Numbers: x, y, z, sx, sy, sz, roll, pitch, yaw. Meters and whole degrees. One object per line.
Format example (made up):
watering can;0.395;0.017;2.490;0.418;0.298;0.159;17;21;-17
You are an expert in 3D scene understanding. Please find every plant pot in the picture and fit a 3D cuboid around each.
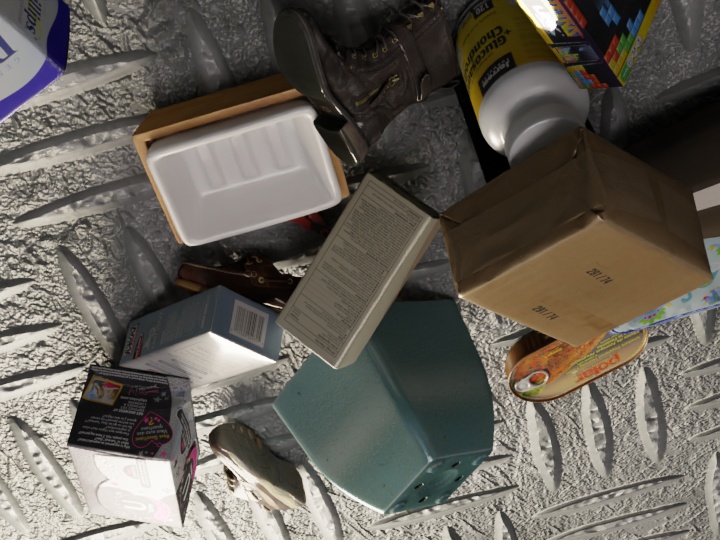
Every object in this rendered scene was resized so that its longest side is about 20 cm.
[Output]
plant pot;0.049;0.177;1.604;0.194;0.201;0.197;-2;140;-45

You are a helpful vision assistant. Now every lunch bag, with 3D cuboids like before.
lunch bag;0.377;-0.009;1.618;0.197;0.083;0.162;-17;134;4

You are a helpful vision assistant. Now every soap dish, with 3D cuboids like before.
soap dish;-0.124;-0.121;1.397;0.197;0.082;0.159;-15;135;3

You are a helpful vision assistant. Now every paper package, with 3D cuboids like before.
paper package;0.208;-0.026;1.273;0.198;0.105;0.190;20;142;-41

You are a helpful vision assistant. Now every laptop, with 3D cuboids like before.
laptop;0.202;-0.114;1.407;0.196;0.179;0.104;-2;135;-11

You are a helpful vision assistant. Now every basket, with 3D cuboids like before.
basket;0.397;-0.107;1.491;0.197;0.136;0.182;-18;111;12

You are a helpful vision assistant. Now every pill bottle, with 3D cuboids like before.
pill bottle;0.164;-0.183;1.314;0.110;0.202;0.113;-6;135;-6

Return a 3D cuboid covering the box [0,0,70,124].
box;-0.400;-0.223;1.219;0.183;0.106;0.200;-32;133;20

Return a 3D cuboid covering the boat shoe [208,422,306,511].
boat shoe;-0.150;0.278;1.791;0.073;0.075;0.200;-28;132;16

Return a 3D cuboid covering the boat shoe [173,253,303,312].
boat shoe;-0.119;0.016;1.550;0.197;0.070;0.071;17;89;-24

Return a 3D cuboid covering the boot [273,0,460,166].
boot;0.013;-0.221;1.310;0.174;0.069;0.201;-44;134;-17

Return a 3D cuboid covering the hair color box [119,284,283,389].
hair color box;-0.186;0.082;1.542;0.098;0.062;0.199;27;150;-32

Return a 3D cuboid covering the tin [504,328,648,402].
tin;0.283;0.106;1.743;0.198;0.042;0.112;-29;129;16

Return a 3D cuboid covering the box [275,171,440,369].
box;0.000;0.000;1.473;0.201;0.094;0.078;-56;168;10

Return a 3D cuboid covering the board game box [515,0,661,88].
board game box;0.221;-0.299;1.220;0.056;0.202;0.165;5;152;44

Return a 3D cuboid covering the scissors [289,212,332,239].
scissors;-0.055;-0.050;1.533;0.072;0.014;0.201;-26;135;10

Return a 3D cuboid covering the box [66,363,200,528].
box;-0.273;0.221;1.629;0.130;0.116;0.201;9;147;3
